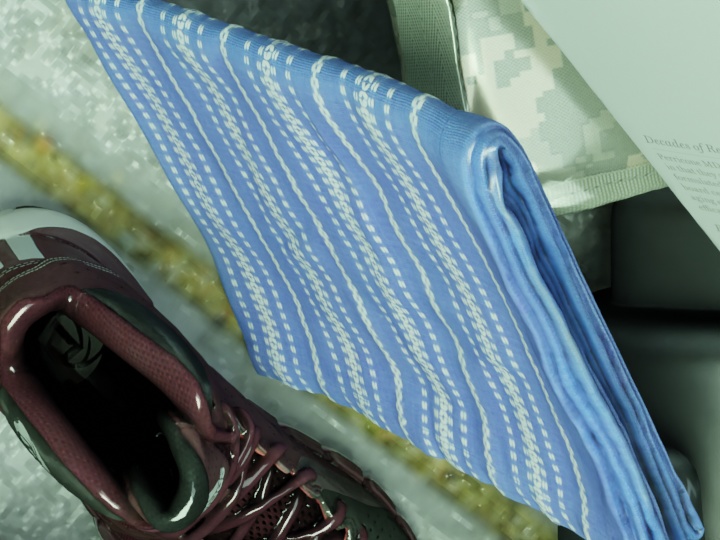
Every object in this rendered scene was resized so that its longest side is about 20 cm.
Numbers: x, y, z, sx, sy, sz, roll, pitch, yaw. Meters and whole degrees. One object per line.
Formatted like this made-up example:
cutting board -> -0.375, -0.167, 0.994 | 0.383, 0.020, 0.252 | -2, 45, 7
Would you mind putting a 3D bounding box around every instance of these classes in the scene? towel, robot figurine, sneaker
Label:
towel -> 0.000, 0.000, 0.693 | 0.024, 0.200, 0.145 | -39, 123, -20
robot figurine -> 0.121, 0.069, 0.780 | 0.150, 0.125, 0.200 | -5, 98, -19
sneaker -> -0.043, 0.071, 0.751 | 0.200, 0.116, 0.076 | 43, 89, -17

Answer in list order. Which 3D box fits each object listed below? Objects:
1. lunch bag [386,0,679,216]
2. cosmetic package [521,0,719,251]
lunch bag -> 0.070, -0.111, 0.712 | 0.200, 0.117, 0.164 | -20, 107, -42
cosmetic package -> 0.115, -0.072, 0.632 | 0.200, 0.081, 0.113 | 48, 67, -32
